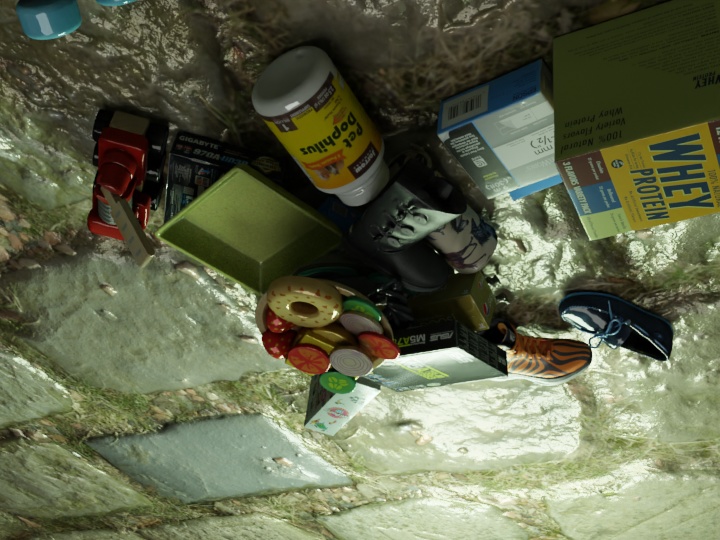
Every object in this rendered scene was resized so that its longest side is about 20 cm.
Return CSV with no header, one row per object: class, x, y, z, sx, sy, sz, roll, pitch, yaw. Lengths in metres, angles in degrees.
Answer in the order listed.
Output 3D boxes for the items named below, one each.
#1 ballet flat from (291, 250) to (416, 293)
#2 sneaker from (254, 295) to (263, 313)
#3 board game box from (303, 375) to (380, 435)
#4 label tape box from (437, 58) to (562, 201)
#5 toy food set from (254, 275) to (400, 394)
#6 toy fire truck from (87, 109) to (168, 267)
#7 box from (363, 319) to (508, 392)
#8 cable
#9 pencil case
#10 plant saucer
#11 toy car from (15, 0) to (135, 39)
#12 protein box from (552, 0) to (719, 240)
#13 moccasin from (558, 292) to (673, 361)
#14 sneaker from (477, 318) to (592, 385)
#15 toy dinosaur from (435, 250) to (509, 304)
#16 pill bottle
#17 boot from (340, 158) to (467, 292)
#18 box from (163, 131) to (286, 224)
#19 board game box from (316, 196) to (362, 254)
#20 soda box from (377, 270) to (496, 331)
ballet flat,0.000,0.000,1.244,0.198,0.064,0.068,1,133,-9
sneaker,-0.055,0.046,1.327,0.199,0.078,0.112,-17,160,10
board game box,-0.028,0.176,1.512,0.064,0.148,0.200,19,142,-17
label tape box,0.209,-0.153,1.104,0.143,0.066,0.200,-19,133,31
toy food set,-0.047,0.084,1.165,0.197,0.049,0.200,25,137,-10
toy fire truck,-0.320,-0.088,1.184,0.128,0.201,0.176,15,142,-7
box,0.095,0.131,1.289,0.192,0.048,0.200,-10,158,27
cable,-0.026,0.055,1.226,0.198,0.051,0.163,-8,152,14
pencil case,0.112,-0.084,1.205,0.078,0.090,0.200,10,154,50
plant saucer,-0.152,-0.064,1.222,0.199,0.048,0.199,32,134,-32
toy car,-0.352,-0.368,0.906,0.199,0.177,0.185,22,138,32
protein box,0.323,-0.169,0.947,0.197,0.201,0.135,-13,138,26
moccasin,0.409,0.089,1.372,0.198,0.069,0.081,15,142,-7
sneaker,0.274,0.131,1.435,0.198,0.078,0.112,-9,140,22
toy dinosaur,0.160,0.037,1.334,0.102,0.077,0.200,-36,141,17
pill bottle,-0.041,-0.173,1.092,0.109,0.110,0.200,-13,138,27
boot,0.082,-0.052,1.123,0.164,0.066,0.200,20,149,-16
box,-0.203,-0.100,1.272,0.158,0.046,0.201,14,142,-6
board game box,-0.019,-0.002,1.354,0.199,0.056,0.196,26,139,-22
soda box,0.097,0.060,1.292,0.199,0.064,0.068,-16,120,32
